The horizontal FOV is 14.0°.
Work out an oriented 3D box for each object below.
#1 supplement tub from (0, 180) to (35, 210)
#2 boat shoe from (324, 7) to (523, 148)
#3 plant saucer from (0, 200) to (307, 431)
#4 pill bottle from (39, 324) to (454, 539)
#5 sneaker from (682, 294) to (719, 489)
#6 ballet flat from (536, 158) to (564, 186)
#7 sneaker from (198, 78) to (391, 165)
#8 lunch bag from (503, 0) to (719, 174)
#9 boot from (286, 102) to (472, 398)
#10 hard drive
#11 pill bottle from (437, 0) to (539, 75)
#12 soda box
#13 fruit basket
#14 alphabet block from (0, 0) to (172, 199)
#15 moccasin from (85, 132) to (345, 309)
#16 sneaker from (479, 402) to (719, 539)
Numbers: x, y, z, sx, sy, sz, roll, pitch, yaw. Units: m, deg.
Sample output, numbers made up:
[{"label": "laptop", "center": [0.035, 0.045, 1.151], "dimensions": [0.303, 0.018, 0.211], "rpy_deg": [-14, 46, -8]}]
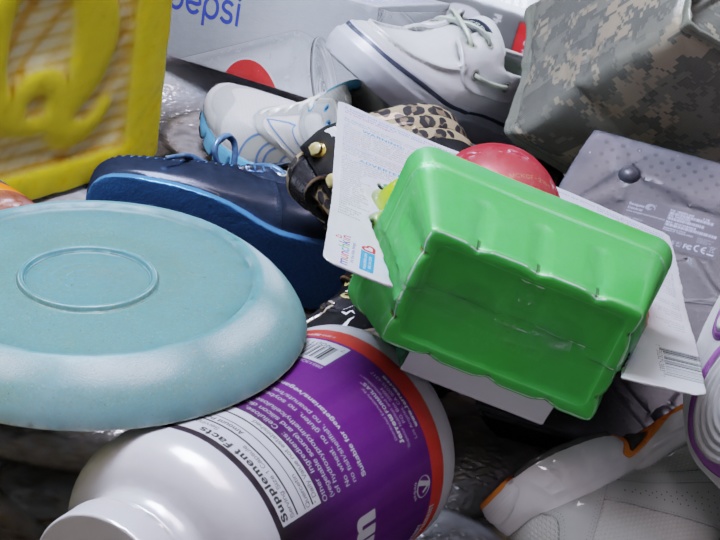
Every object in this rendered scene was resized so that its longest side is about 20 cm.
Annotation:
[{"label": "supplement tub", "center": [-0.224, -0.010, 1.480], "dimensions": [0.200, 0.107, 0.107], "rpy_deg": [31, 35, 35]}, {"label": "boat shoe", "center": [0.050, -0.120, 1.682], "dimensions": [0.074, 0.067, 0.200], "rpy_deg": [43, 12, 26]}, {"label": "plant saucer", "center": [-0.123, 0.013, 1.331], "dimensions": [0.200, 0.027, 0.200], "rpy_deg": [3, 27, -1]}, {"label": "pill bottle", "center": [-0.052, 0.106, 1.308], "dimensions": [0.112, 0.113, 0.200], "rpy_deg": [24, 32, 27]}, {"label": "sneaker", "center": [0.209, 0.096, 1.362], "dimensions": [0.075, 0.200, 0.100], "rpy_deg": [-17, -9, 42]}, {"label": "ballet flat", "center": [0.074, -0.037, 1.653], "dimensions": [0.066, 0.057, 0.200], "rpy_deg": [7, 7, 13]}, {"label": "sneaker", "center": [-0.018, -0.078, 1.692], "dimensions": [0.075, 0.087, 0.200], "rpy_deg": [-17, 36, -38]}, {"label": "lunch bag", "center": [0.212, -0.101, 1.658], "dimensions": [0.200, 0.164, 0.118], "rpy_deg": [30, 53, -24]}, {"label": "boot", "center": [0.000, 0.000, 1.497], "dimensions": [0.200, 0.073, 0.151], "rpy_deg": [-24, 50, -9]}, {"label": "hard drive", "center": [0.148, 0.021, 1.533], "dimensions": [0.135, 0.042, 0.200], "rpy_deg": [16, 52, 13]}, {"label": "pill bottle", "center": [0.099, -0.145, 1.820], "dimensions": [0.200, 0.114, 0.114], "rpy_deg": [18, 29, 18]}, {"label": "soda box", "center": [-0.040, -0.147, 1.787], "dimensions": [0.063, 0.068, 0.200], "rpy_deg": [-6, 19, -44]}, {"label": "fruit basket", "center": [0.068, -0.007, 1.390], "dimensions": [0.185, 0.094, 0.200], "rpy_deg": [21, 16, -9]}, {"label": "alphabet block", "center": [-0.240, -0.162, 1.671], "dimensions": [0.196, 0.196, 0.200], "rpy_deg": [-21, 38, -40]}, {"label": "moccasin", "center": [-0.051, -0.022, 1.597], "dimensions": [0.200, 0.081, 0.068], "rpy_deg": [18, 41, -10]}, {"label": "sneaker", "center": [0.154, 0.114, 1.396], "dimensions": [0.200, 0.076, 0.092], "rpy_deg": [-19, 77, -27]}]
